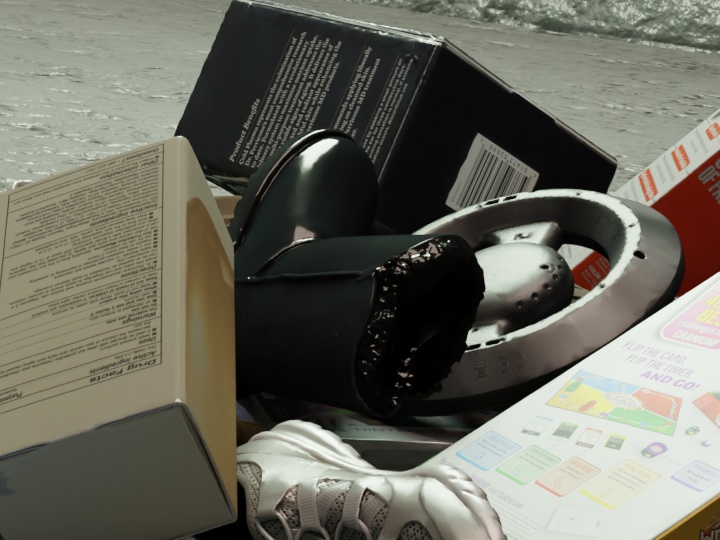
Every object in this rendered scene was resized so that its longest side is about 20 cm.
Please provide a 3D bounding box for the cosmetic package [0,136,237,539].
[{"bbox_3d":[-0.112,0.035,1.164,0.105,0.071,0.201,-16,36,10],"label":"cosmetic package"}]

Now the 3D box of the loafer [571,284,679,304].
[{"bbox_3d":[0.137,0.046,1.470,0.199,0.072,0.063,18,24,8],"label":"loafer"}]

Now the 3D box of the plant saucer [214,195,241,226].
[{"bbox_3d":[-0.146,-0.017,1.584,0.199,0.030,0.200,-10,-3,0],"label":"plant saucer"}]

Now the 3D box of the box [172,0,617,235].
[{"bbox_3d":[0.021,-0.072,1.697,0.196,0.125,0.200,20,-7,46],"label":"box"}]

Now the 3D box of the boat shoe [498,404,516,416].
[{"bbox_3d":[0.142,0.076,1.319,0.199,0.072,0.068,-15,44,-42],"label":"boat shoe"}]

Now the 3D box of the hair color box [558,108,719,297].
[{"bbox_3d":[0.180,-0.022,1.552,0.064,0.200,0.111,49,10,-7],"label":"hair color box"}]

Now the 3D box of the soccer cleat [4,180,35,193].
[{"bbox_3d":[-0.186,0.002,1.373,0.199,0.087,0.070,-15,1,33],"label":"soccer cleat"}]

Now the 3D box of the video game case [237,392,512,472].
[{"bbox_3d":[0.019,0.072,1.415,0.180,0.024,0.200,3,12,-14],"label":"video game case"}]

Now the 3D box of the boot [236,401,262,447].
[{"bbox_3d":[-0.145,0.068,1.297,0.199,0.075,0.097,12,-6,31],"label":"boot"}]

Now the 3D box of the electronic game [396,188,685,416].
[{"bbox_3d":[0.076,0.016,1.401,0.199,0.042,0.200,-16,26,8],"label":"electronic game"}]

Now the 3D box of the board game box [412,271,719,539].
[{"bbox_3d":[0.137,0.081,1.166,0.199,0.041,0.153,-31,27,-19],"label":"board game box"}]

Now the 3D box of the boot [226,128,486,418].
[{"bbox_3d":[0.000,0.000,1.350,0.167,0.077,0.200,-2,39,41],"label":"boot"}]

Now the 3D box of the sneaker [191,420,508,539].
[{"bbox_3d":[-0.008,0.121,1.105,0.082,0.075,0.200,-20,18,-31],"label":"sneaker"}]
